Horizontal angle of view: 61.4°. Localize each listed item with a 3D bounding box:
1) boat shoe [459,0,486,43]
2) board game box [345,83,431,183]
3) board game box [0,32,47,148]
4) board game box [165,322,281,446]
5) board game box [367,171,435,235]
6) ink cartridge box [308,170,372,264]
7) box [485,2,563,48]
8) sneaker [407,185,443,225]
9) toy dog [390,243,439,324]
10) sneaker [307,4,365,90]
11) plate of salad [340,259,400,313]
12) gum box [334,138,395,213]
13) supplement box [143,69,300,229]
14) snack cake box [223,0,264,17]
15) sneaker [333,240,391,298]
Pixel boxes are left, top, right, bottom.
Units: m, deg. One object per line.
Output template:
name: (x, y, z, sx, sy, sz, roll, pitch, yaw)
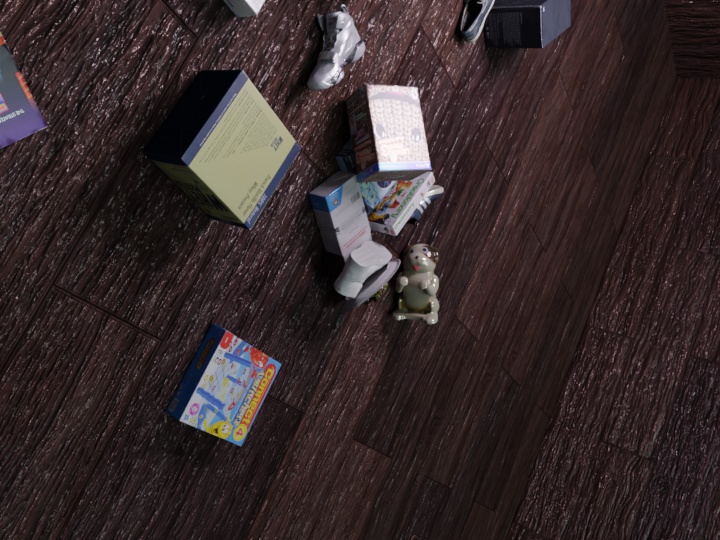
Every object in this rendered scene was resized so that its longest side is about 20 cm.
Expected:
boat shoe: (0.328, -0.754, 1.714, 0.061, 0.074, 0.205, 14, 99, -61)
board game box: (0.066, -0.322, 1.435, 0.155, 0.096, 0.207, -8, 86, -32)
board game box: (-0.561, -0.235, 0.823, 0.199, 0.056, 0.169, -41, 129, -34)
board game box: (-0.288, 0.250, 1.305, 0.195, 0.055, 0.204, 42, 70, -48)
board game box: (0.093, -0.183, 1.569, 0.202, 0.124, 0.035, -54, 137, -23)
ink cartridge box: (-0.043, -0.120, 1.470, 0.116, 0.067, 0.205, -40, 130, -33)
box: (0.501, -0.762, 1.818, 0.199, 0.193, 0.127, -41, 130, -33)
sneaker: (0.158, -0.177, 1.694, 0.197, 0.074, 0.087, -26, 120, -31)
toy dog: (0.175, 0.027, 1.730, 0.193, 0.136, 0.207, -32, 126, -55)
sneaker: (-0.067, -0.488, 1.324, 0.202, 0.073, 0.117, -54, 136, -31)
plate of salad: (0.029, 0.045, 1.521, 0.048, 0.199, 0.200, 50, 59, -11)
gum box: (0.036, -0.279, 1.533, 0.201, 0.044, 0.172, -52, 135, -27)
supplement box: (-0.252, -0.226, 1.135, 0.203, 0.132, 0.200, -60, 138, -17)
snack cake box: (-0.202, -0.596, 1.130, 0.115, 0.066, 0.204, 41, 70, -46)
sneaker: (0.000, 0.000, 1.473, 0.117, 0.073, 0.199, -57, 163, 24)
